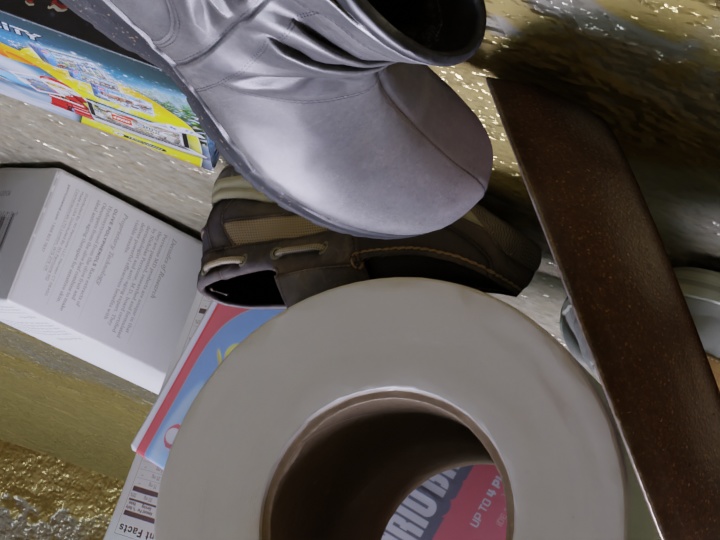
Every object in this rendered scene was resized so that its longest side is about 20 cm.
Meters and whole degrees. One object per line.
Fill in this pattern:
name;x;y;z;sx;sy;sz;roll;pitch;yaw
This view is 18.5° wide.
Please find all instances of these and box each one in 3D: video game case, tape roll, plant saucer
video game case;0.003;0.074;1.064;0.199;0.143;0.017;30;180;20
tape roll;0.030;0.117;0.932;0.202;0.204;0.139;15;170;23
plant saucer;0.094;0.021;0.765;0.036;0.201;0.200;-22;161;5

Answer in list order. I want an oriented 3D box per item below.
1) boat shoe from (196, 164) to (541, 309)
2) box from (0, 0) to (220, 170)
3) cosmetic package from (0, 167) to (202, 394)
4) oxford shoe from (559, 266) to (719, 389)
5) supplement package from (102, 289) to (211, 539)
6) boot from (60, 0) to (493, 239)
boat shoe;0.000;0.000;1.001;0.074;0.074;0.199;29;166;-38
box;-0.145;-0.104;0.861;0.199;0.038;0.137;20;169;2
cosmetic package;-0.130;0.019;1.290;0.199;0.085;0.107;27;167;-32
oxford shoe;0.131;0.039;0.999;0.075;0.058;0.200;19;171;-9
supplement package;-0.012;0.103;1.180;0.150;0.201;0.152;11;166;40
boot;-0.003;-0.068;0.691;0.200;0.070;0.131;31;163;-34
